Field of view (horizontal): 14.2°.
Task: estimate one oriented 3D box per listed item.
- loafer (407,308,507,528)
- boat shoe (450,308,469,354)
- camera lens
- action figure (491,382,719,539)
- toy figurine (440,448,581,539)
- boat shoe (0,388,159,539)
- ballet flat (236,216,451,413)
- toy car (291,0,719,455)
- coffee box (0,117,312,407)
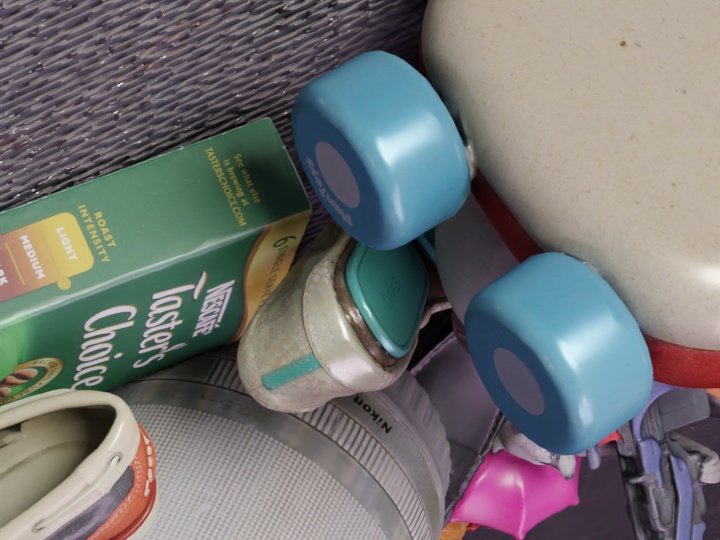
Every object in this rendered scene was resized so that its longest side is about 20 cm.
[{"bbox_3d":[0.025,0.093,1.369,0.068,0.070,0.201,25,117,-16],"label":"loafer"},{"bbox_3d":[0.081,-0.019,1.224,0.073,0.074,0.200,-49,166,-22],"label":"boat shoe"},{"bbox_3d":[-0.063,0.127,1.121,0.160,0.160,0.200,-44,-167,46],"label":"camera lens"},{"bbox_3d":[0.147,0.072,1.440,0.193,0.201,0.104,-11,-172,-34],"label":"action figure"},{"bbox_3d":[0.045,0.120,1.508,0.184,0.150,0.200,-45,180,24],"label":"toy figurine"},{"bbox_3d":[-0.166,0.096,1.004,0.199,0.071,0.063,-21,154,-6],"label":"boat shoe"},{"bbox_3d":[0.000,0.000,1.069,0.062,0.068,0.200,-30,-175,22],"label":"ballet flat"},{"bbox_3d":[0.088,-0.009,1.000,0.184,0.177,0.200,-33,157,-21],"label":"toy car"},{"bbox_3d":[-0.120,0.017,1.033,0.199,0.044,0.123,-21,163,-20],"label":"coffee box"}]
